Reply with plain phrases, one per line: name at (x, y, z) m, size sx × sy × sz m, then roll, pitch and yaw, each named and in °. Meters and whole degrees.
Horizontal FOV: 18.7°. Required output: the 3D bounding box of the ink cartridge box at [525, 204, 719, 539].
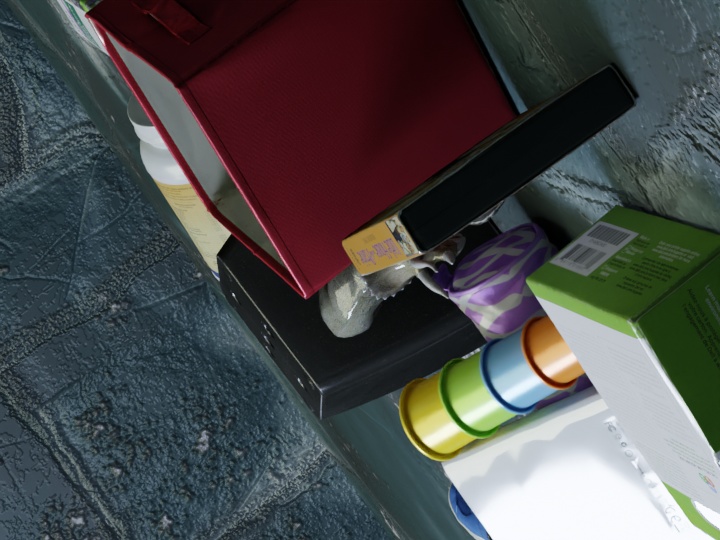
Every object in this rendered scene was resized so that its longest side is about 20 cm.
ink cartridge box at (0.199, 0.072, 1.264) m, size 0.201 × 0.076 × 0.148 m, roll 55°, pitch 170°, yaw -19°

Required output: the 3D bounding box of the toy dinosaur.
toy dinosaur at (0.000, 0.000, 1.516) m, size 0.077 × 0.103 × 0.200 m, roll 30°, pitch 141°, yaw -13°

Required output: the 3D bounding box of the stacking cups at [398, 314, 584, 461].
stacking cups at (0.110, 0.058, 1.422) m, size 0.200 × 0.060 × 0.061 m, roll -35°, pitch 92°, yaw 39°

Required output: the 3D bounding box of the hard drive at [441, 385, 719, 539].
hard drive at (0.165, 0.144, 1.460) m, size 0.199 × 0.027 × 0.132 m, roll -28°, pitch 102°, yaw 38°

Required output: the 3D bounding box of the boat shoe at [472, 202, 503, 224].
boat shoe at (0.053, -0.077, 1.471) m, size 0.061 × 0.072 × 0.201 m, roll 54°, pitch 179°, yaw -33°

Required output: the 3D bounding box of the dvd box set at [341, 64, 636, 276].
dvd box set at (0.067, -0.053, 1.242) m, size 0.030 × 0.146 × 0.200 m, roll 55°, pitch 171°, yaw -2°

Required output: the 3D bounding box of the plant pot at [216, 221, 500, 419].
plant pot at (-0.003, 0.002, 1.700) m, size 0.200 × 0.177 × 0.200 m, roll 52°, pitch 172°, yaw 8°

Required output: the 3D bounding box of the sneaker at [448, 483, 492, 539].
sneaker at (0.144, 0.233, 2.104) m, size 0.200 × 0.077 × 0.111 m, roll 39°, pitch 169°, yaw 43°

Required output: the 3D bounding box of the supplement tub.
supplement tub at (-0.110, -0.095, 1.971) m, size 0.144 × 0.144 × 0.201 m, roll 40°, pitch 163°, yaw 55°

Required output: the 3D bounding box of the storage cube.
storage cube at (-0.036, -0.125, 1.387) m, size 0.201 × 0.179 × 0.171 m, roll 58°, pitch 170°, yaw -32°

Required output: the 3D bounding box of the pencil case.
pencil case at (0.138, 0.065, 1.499) m, size 0.085 × 0.084 × 0.201 m, roll -22°, pitch 107°, yaw 38°

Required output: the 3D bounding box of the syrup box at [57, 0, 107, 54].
syrup box at (-0.244, -0.269, 2.191) m, size 0.079 × 0.081 × 0.200 m, roll 59°, pitch 168°, yaw -29°
